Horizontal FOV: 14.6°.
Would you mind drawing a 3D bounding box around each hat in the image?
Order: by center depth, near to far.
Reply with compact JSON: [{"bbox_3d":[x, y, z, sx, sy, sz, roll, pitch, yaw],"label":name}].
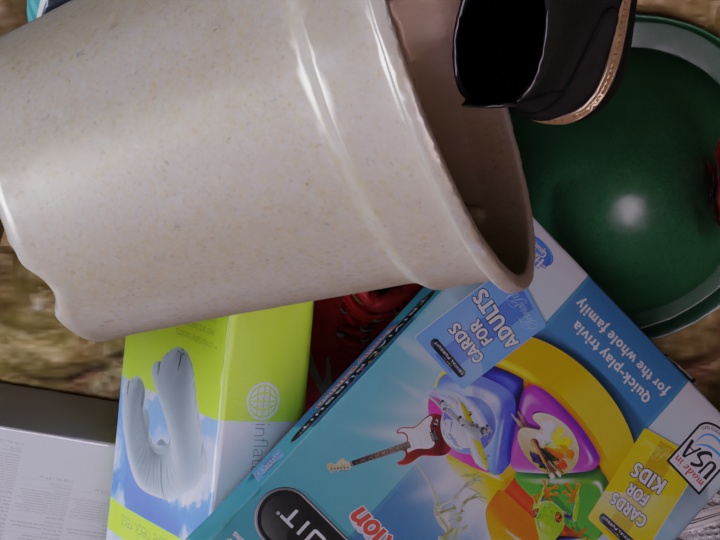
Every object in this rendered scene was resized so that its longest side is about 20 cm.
[{"bbox_3d":[0.128,-0.012,1.247,0.165,0.176,0.201,-19,119,3],"label":"hat"}]

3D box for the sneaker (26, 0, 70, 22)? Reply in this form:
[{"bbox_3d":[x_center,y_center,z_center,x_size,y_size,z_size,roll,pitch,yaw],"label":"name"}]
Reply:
[{"bbox_3d":[-0.109,-0.152,1.201,0.077,0.080,0.200,-9,139,-20],"label":"sneaker"}]

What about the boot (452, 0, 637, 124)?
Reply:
[{"bbox_3d":[0.081,-0.158,1.142,0.077,0.138,0.201,2,95,17],"label":"boot"}]

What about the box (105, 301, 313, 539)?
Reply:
[{"bbox_3d":[-0.071,0.098,1.266,0.047,0.122,0.201,3,96,-27],"label":"box"}]

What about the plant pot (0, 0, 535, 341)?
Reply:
[{"bbox_3d":[-0.048,-0.059,1.141,0.183,0.201,0.201,-19,120,13],"label":"plant pot"}]

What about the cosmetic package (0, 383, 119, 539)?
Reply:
[{"bbox_3d":[-0.207,0.093,1.333,0.199,0.051,0.083,11,112,-13],"label":"cosmetic package"}]

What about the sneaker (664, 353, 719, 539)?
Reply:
[{"bbox_3d":[0.141,0.088,1.320,0.199,0.078,0.082,20,129,12],"label":"sneaker"}]

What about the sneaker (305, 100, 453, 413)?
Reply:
[{"bbox_3d":[0.000,0.000,1.287,0.077,0.085,0.201,8,124,-11],"label":"sneaker"}]

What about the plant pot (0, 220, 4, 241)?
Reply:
[{"bbox_3d":[-0.239,0.001,1.195,0.186,0.200,0.187,-3,120,-6],"label":"plant pot"}]

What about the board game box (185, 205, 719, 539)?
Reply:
[{"bbox_3d":[0.049,0.096,1.208,0.151,0.047,0.200,45,77,-8],"label":"board game box"}]
